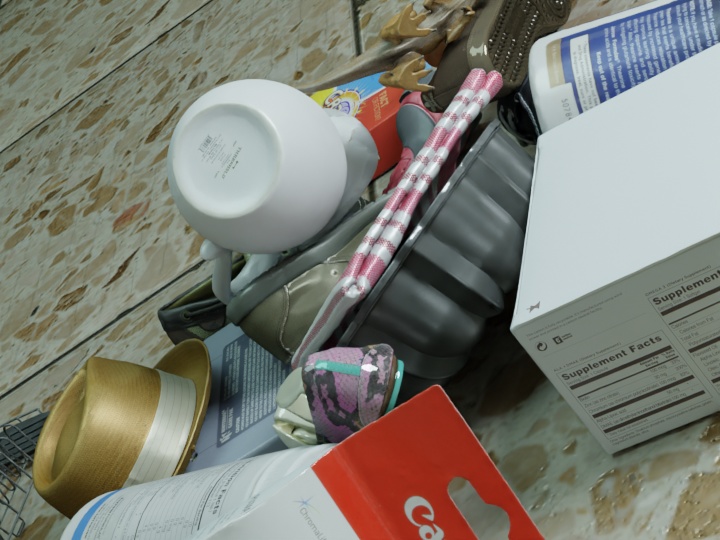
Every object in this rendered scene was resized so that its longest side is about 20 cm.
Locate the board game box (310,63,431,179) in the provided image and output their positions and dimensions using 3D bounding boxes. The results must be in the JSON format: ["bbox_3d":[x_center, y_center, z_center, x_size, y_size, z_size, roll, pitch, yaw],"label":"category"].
[{"bbox_3d":[-0.023,-0.114,1.621,0.200,0.040,0.153,-34,26,13],"label":"board game box"}]

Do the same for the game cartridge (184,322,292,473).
[{"bbox_3d":[-0.075,0.091,1.366,0.133,0.042,0.200,-37,25,18],"label":"game cartridge"}]

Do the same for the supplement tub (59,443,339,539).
[{"bbox_3d":[-0.078,0.182,1.106,0.200,0.132,0.132,-17,34,39],"label":"supplement tub"}]

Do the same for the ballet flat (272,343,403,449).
[{"bbox_3d":[-0.017,0.089,1.125,0.200,0.071,0.069,100,-174,-68],"label":"ballet flat"}]

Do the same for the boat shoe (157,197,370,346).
[{"bbox_3d":[-0.074,0.001,1.473,0.201,0.066,0.072,-36,24,8],"label":"boat shoe"}]

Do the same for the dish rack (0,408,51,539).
[{"bbox_3d":[-0.332,0.188,1.543,0.153,0.055,0.200,-25,29,28],"label":"dish rack"}]

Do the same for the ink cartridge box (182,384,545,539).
[{"bbox_3d":[0.000,0.179,0.963,0.200,0.160,0.047,-33,4,16],"label":"ink cartridge box"}]

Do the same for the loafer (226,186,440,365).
[{"bbox_3d":[0.000,0.000,1.333,0.200,0.070,0.075,-33,-4,-9],"label":"loafer"}]

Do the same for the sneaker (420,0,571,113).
[{"bbox_3d":[0.098,-0.184,1.389,0.075,0.071,0.200,-23,19,34],"label":"sneaker"}]

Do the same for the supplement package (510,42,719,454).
[{"bbox_3d":[0.189,-0.020,1.088,0.155,0.111,0.200,-26,29,28],"label":"supplement package"}]

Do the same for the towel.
[{"bbox_3d":[0.025,-0.028,1.212,0.200,0.030,0.146,-58,-1,-26],"label":"towel"}]

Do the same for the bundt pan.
[{"bbox_3d":[0.061,0.005,1.201,0.202,0.076,0.202,-55,-3,-4],"label":"bundt pan"}]

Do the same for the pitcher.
[{"bbox_3d":[-0.075,-0.050,1.332,0.172,0.121,0.200,-61,-14,6],"label":"pitcher"}]

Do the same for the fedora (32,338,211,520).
[{"bbox_3d":[-0.184,0.125,1.349,0.201,0.082,0.201,-50,21,28],"label":"fedora"}]

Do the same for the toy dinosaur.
[{"bbox_3d":[0.023,-0.157,1.326,0.200,0.061,0.106,-29,12,3],"label":"toy dinosaur"}]

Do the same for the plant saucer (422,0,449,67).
[{"bbox_3d":[0.127,-0.241,1.522,0.200,0.032,0.200,-41,-12,-11],"label":"plant saucer"}]

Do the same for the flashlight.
[{"bbox_3d":[0.031,-0.072,1.449,0.068,0.068,0.200,-38,17,55],"label":"flashlight"}]

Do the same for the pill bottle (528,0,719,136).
[{"bbox_3d":[0.219,-0.126,1.202,0.199,0.111,0.111,-16,32,19],"label":"pill bottle"}]

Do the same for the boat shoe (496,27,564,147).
[{"bbox_3d":[0.135,-0.122,1.377,0.068,0.072,0.200,-30,24,17],"label":"boat shoe"}]
